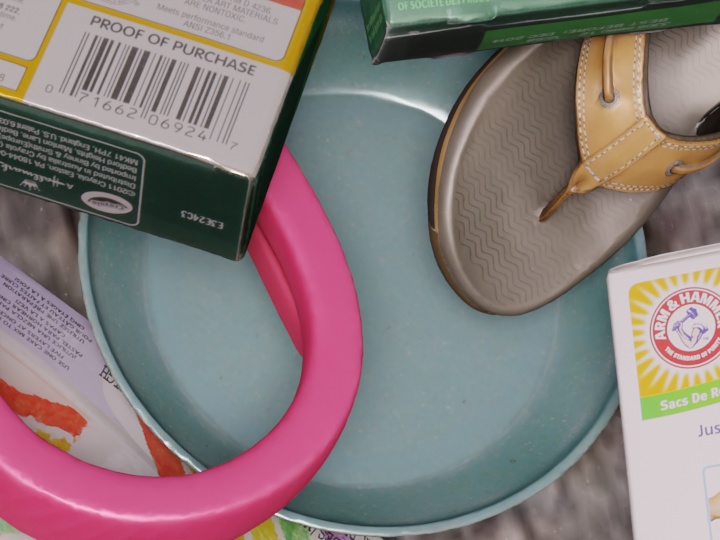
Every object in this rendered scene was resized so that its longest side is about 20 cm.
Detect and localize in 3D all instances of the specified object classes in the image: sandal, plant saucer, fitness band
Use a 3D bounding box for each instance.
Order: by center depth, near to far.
[{"bbox_3d":[-0.082,-0.002,0.723,0.143,0.038,0.201,-18,63,-26],"label":"fitness band"},{"bbox_3d":[0.105,-0.061,0.756,0.199,0.055,0.082,-35,107,0],"label":"sandal"},{"bbox_3d":[0.000,0.000,0.796,0.199,0.036,0.201,4,66,-10],"label":"plant saucer"}]

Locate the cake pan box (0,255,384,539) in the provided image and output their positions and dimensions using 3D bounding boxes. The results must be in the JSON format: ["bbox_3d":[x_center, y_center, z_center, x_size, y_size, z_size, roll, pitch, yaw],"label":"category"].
[{"bbox_3d":[-0.079,0.110,0.726,0.200,0.184,0.052,38,123,-8],"label":"cake pan box"}]

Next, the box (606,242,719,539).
[{"bbox_3d":[0.148,0.099,0.732,0.101,0.112,0.201,-11,66,18],"label":"box"}]

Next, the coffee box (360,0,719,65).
[{"bbox_3d":[0.049,-0.172,0.723,0.122,0.044,0.201,-8,80,-8],"label":"coffee box"}]

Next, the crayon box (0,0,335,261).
[{"bbox_3d":[-0.067,-0.111,0.742,0.125,0.052,0.201,17,57,2],"label":"crayon box"}]
